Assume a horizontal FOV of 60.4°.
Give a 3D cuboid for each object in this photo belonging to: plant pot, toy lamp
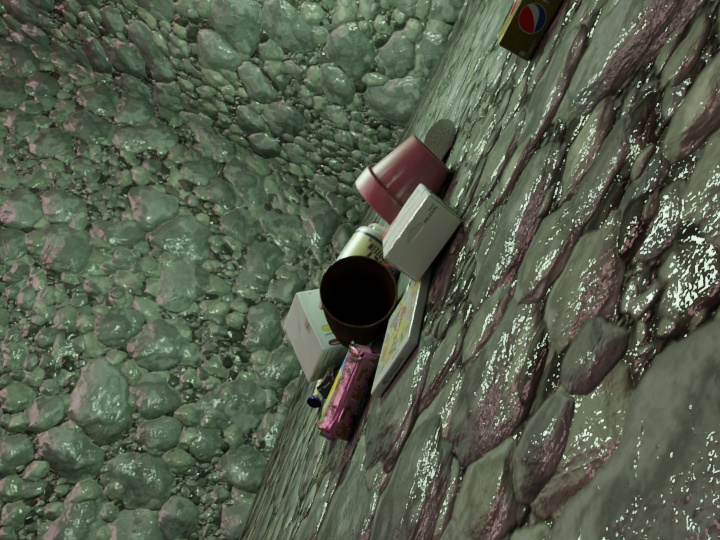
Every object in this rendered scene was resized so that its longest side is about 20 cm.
[{"bbox_3d":[-0.009,0.102,1.493,0.203,0.181,0.191,95,-167,-56],"label":"plant pot"},{"bbox_3d":[-0.134,0.374,2.128,0.203,0.057,0.059,-76,11,-47],"label":"toy lamp"},{"bbox_3d":[0.112,-0.211,1.481,0.180,0.199,0.201,-48,10,15],"label":"plant pot"}]

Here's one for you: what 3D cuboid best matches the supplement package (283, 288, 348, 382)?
[{"bbox_3d":[-0.121,0.183,1.780,0.203,0.108,0.158,60,141,30],"label":"supplement package"}]

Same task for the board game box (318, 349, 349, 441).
[{"bbox_3d":[-0.044,0.301,1.561,0.153,0.039,0.205,-90,24,-78],"label":"board game box"}]

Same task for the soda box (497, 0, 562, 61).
[{"bbox_3d":[0.320,-0.487,1.097,0.065,0.066,0.203,-72,7,-57],"label":"soda box"}]

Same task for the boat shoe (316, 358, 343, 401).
[{"bbox_3d":[-0.072,0.297,1.715,0.075,0.061,0.201,-47,-8,-36],"label":"boat shoe"}]

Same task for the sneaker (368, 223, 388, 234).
[{"bbox_3d":[0.051,-0.095,1.998,0.200,0.102,0.077,126,167,-72],"label":"sneaker"}]

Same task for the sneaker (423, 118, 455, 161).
[{"bbox_3d":[0.193,-0.307,1.650,0.081,0.074,0.205,65,-131,-84],"label":"sneaker"}]

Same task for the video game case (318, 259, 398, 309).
[{"bbox_3d":[-0.002,0.041,1.575,0.018,0.195,0.146,50,124,41],"label":"video game case"}]

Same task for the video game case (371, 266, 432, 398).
[{"bbox_3d":[0.079,0.116,1.193,0.203,0.022,0.184,-72,7,-46],"label":"video game case"}]

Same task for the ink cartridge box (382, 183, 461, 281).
[{"bbox_3d":[0.115,-0.079,1.222,0.146,0.083,0.200,-54,7,11],"label":"ink cartridge box"}]

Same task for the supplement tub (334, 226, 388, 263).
[{"bbox_3d":[0.000,0.000,1.698,0.203,0.143,0.145,-56,2,-16],"label":"supplement tub"}]

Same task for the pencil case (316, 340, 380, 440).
[{"bbox_3d":[-0.023,0.260,1.319,0.082,0.085,0.205,19,85,53],"label":"pencil case"}]
